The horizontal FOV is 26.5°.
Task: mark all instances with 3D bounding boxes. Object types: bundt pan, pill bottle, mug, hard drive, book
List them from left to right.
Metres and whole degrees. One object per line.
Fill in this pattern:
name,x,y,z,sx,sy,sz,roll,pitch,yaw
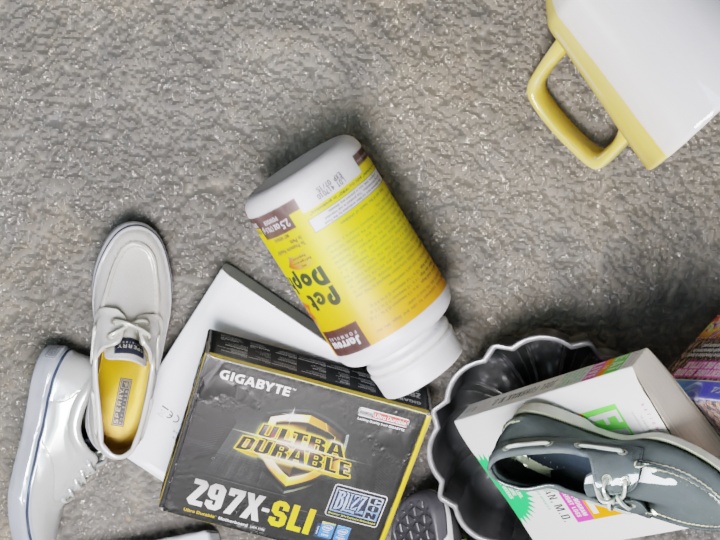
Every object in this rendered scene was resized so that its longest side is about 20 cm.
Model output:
hard drive,-0.115,0.111,1.337,0.131,0.026,0.201,34,110,-2
pill bottle,0.000,0.000,1.238,0.109,0.109,0.201,-30,100,17
bundt pan,0.157,0.136,1.273,0.200,0.076,0.204,3,109,8
book,0.177,0.139,1.162,0.134,0.048,0.199,54,141,-8
mug,0.205,-0.168,1.137,0.187,0.149,0.153,-44,88,12

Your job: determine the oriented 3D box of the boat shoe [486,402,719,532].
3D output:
boat shoe,0.178,0.151,1.083,0.199,0.062,0.073,16,131,38

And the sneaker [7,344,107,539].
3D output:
sneaker,-0.263,0.168,1.355,0.070,0.073,0.202,15,109,11

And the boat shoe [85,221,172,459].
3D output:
boat shoe,-0.196,0.060,1.289,0.070,0.070,0.202,9,93,-16

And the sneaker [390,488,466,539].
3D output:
sneaker,0.085,0.269,1.335,0.071,0.082,0.202,17,125,49

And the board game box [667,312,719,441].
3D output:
board game box,0.335,0.060,1.135,0.200,0.159,0.097,-45,97,-11

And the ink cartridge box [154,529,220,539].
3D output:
ink cartridge box,-0.208,0.350,1.378,0.194,0.043,0.202,-12,77,13

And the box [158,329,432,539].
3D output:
box,-0.057,0.152,1.305,0.198,0.049,0.161,16,115,-9
